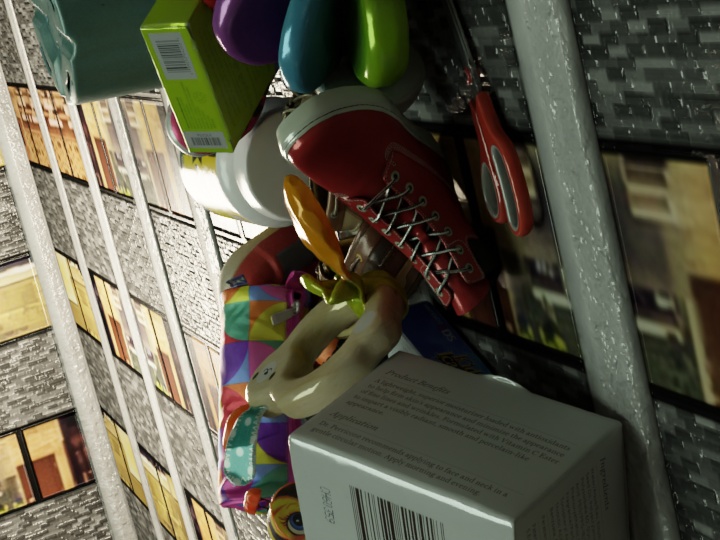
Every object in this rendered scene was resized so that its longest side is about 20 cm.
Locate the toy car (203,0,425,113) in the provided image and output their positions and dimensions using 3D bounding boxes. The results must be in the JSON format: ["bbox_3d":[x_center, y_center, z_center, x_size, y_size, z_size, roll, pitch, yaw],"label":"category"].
[{"bbox_3d":[-0.039,-0.202,1.136,0.176,0.148,0.201,94,155,-49],"label":"toy car"}]

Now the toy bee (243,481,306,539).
[{"bbox_3d":[-0.029,0.178,1.234,0.108,0.200,0.132,29,131,6],"label":"toy bee"}]

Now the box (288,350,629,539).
[{"bbox_3d":[0.073,0.189,1.113,0.198,0.130,0.202,16,127,39],"label":"box"}]

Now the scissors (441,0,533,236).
[{"bbox_3d":[0.082,-0.122,1.087,0.073,0.014,0.202,-162,59,-77],"label":"scissors"}]

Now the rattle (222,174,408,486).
[{"bbox_3d":[-0.072,0.052,1.199,0.143,0.199,0.131,39,-152,-36],"label":"rattle"}]

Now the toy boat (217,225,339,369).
[{"bbox_3d":[-0.049,0.059,1.496,0.130,0.130,0.202,27,137,33],"label":"toy boat"}]

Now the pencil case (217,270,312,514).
[{"bbox_3d":[-0.080,0.105,1.368,0.088,0.087,0.203,145,125,-71],"label":"pencil case"}]

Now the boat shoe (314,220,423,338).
[{"bbox_3d":[0.000,0.000,1.315,0.067,0.072,0.200,36,157,-7],"label":"boat shoe"}]

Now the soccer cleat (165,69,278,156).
[{"bbox_3d":[-0.114,-0.158,1.365,0.070,0.201,0.086,46,140,-18],"label":"soccer cleat"}]

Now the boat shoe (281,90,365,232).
[{"bbox_3d":[-0.025,-0.125,1.300,0.076,0.071,0.202,-161,55,-67],"label":"boat shoe"}]

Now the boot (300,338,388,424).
[{"bbox_3d":[0.000,0.162,1.408,0.065,0.165,0.202,11,125,18],"label":"boot"}]

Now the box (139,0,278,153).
[{"bbox_3d":[-0.098,-0.202,1.254,0.201,0.047,0.123,-67,-30,-41],"label":"box"}]

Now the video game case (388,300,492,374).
[{"bbox_3d":[0.085,0.153,1.283,0.200,0.045,0.183,-129,29,-49],"label":"video game case"}]

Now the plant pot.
[{"bbox_3d":[-0.200,-0.250,1.496,0.201,0.194,0.202,54,155,40],"label":"plant pot"}]

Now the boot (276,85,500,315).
[{"bbox_3d":[0.029,-0.041,1.105,0.199,0.072,0.145,18,-139,-59],"label":"boot"}]

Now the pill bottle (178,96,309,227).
[{"bbox_3d":[-0.087,-0.098,1.441,0.200,0.113,0.116,14,120,69],"label":"pill bottle"}]
